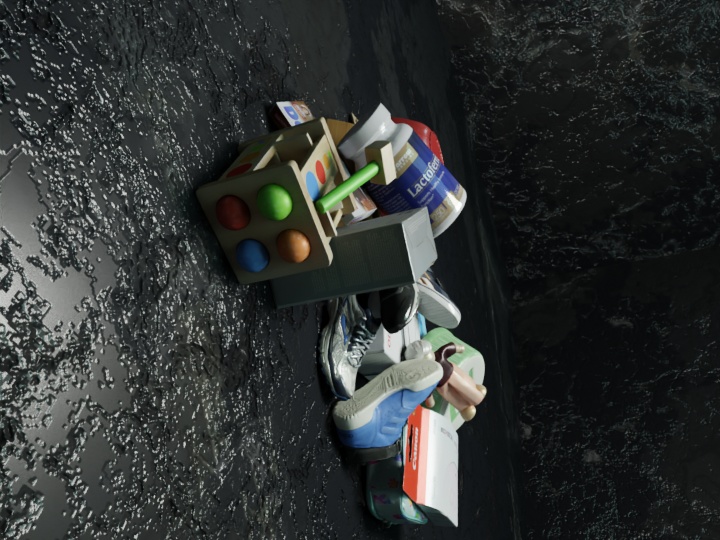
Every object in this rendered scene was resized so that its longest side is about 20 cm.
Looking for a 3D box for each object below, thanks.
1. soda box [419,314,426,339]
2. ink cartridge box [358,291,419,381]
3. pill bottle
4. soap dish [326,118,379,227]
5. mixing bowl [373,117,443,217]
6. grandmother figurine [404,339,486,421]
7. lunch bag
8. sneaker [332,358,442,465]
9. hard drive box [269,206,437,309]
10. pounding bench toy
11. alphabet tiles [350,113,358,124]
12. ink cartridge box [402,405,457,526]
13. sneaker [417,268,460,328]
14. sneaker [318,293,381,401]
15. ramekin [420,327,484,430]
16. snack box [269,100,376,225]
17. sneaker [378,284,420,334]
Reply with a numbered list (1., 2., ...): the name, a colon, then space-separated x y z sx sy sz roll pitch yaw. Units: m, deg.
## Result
1. soda box: 0.095 0.090 1.199 0.068 0.063 0.206 6 75 -69
2. ink cartridge box: 0.040 0.113 1.009 0.200 0.082 0.148 47 37 -55
3. pill bottle: 0.063 -0.150 0.882 0.200 0.115 0.117 44 32 -16
4. soap dish: -0.021 -0.134 0.968 0.158 0.079 0.204 55 33 -49
5. mixing bowl: 0.089 -0.185 1.018 0.199 0.106 0.206 -10 90 -69
6. grandmother figurine: 0.147 0.181 0.998 0.199 0.060 0.123 39 69 -34
7. lunch bag: 0.065 0.332 0.982 0.161 0.075 0.205 53 33 -55
8. sneaker: 0.052 0.226 0.896 0.197 0.076 0.114 -25 115 -27
9. hard drive box: -0.008 -0.020 0.779 0.156 0.195 0.079 -34 112 -67
10. pounding bench toy: -0.062 -0.086 0.664 0.157 0.195 0.127 -71 144 -54
11. alphabet tiles: 0.043 -0.236 1.200 0.200 0.007 0.170 43 24 -42
12. ink cartridge box: 0.125 0.322 0.967 0.202 0.055 0.166 65 26 -50
13. sneaker: 0.117 0.027 1.100 0.080 0.198 0.079 -49 166 -32
14. sneaker: -0.012 0.095 0.874 0.077 0.083 0.205 45 40 -56
15. ramekin: 0.165 0.228 1.141 0.198 0.096 0.205 -30 131 -41
16. snack box: -0.054 -0.160 0.839 0.202 0.024 0.072 56 34 5
17. sneaker: 0.042 0.004 0.899 0.087 0.075 0.203 37 40 -27
